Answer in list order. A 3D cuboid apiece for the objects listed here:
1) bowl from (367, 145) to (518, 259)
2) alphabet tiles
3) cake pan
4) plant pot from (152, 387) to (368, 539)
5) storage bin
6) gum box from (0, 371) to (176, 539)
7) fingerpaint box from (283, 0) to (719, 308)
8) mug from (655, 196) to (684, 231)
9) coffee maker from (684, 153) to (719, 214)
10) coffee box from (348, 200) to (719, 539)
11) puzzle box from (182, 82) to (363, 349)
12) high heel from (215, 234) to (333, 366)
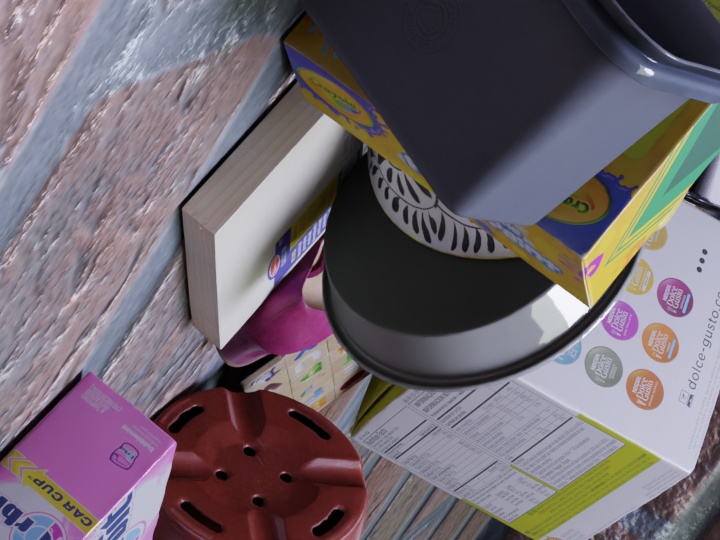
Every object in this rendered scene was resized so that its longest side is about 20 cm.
[{"bbox_3d":[0.080,-0.114,1.420,0.201,0.200,0.094,-49,140,-13],"label":"bowl"},{"bbox_3d":[-0.035,0.074,1.770,0.166,0.006,0.200,-36,166,-9],"label":"alphabet tiles"},{"bbox_3d":[0.064,-0.024,1.449,0.200,0.200,0.037,-49,138,-14],"label":"cake pan"},{"bbox_3d":[-0.087,0.193,1.659,0.201,0.200,0.196,-40,156,-46],"label":"plant pot"},{"bbox_3d":[0.069,-0.123,1.219,0.134,0.201,0.145,-44,156,23],"label":"storage bin"},{"bbox_3d":[-0.174,0.156,1.455,0.114,0.066,0.200,-47,169,-27],"label":"gum box"},{"bbox_3d":[0.090,-0.108,1.313,0.167,0.200,0.073,-50,159,-12],"label":"fingerpaint box"},{"bbox_3d":[0.188,-0.116,1.537,0.149,0.152,0.188,-3,99,-51],"label":"mug"},{"bbox_3d":[0.251,-0.145,1.686,0.201,0.191,0.135,-63,-175,11],"label":"coffee maker"},{"bbox_3d":[0.140,0.053,1.865,0.200,0.197,0.201,-44,-160,58],"label":"coffee box"},{"bbox_3d":[-0.048,-0.039,1.453,0.133,0.025,0.200,-49,169,-17],"label":"puzzle box"},{"bbox_3d":[0.000,0.000,1.617,0.200,0.068,0.096,-39,-174,-39],"label":"high heel"}]
